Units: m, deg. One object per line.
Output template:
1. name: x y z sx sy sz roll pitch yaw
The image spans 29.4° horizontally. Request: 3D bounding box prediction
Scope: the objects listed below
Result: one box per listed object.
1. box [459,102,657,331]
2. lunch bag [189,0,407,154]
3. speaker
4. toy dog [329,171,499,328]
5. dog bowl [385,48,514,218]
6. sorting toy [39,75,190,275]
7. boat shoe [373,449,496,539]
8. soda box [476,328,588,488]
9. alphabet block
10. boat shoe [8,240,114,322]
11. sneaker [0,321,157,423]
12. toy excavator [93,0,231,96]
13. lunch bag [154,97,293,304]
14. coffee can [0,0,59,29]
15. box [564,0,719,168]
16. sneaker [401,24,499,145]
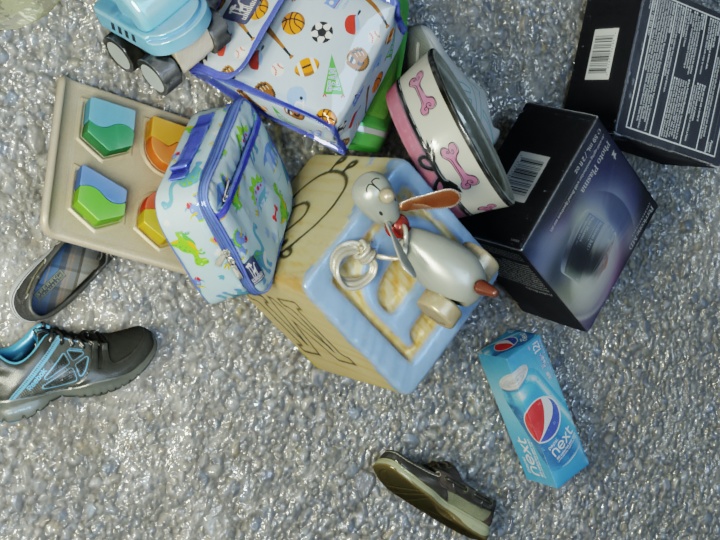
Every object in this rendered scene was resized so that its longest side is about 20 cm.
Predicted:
1. box: 0.251 -0.067 1.726 0.198 0.122 0.201 44 72 -43
2. lunch bag: -0.073 -0.252 1.518 0.198 0.124 0.171 27 83 11
3. speaker: 0.005 -0.244 1.612 0.088 0.088 0.203 9 90 -32
4. toy dog: 0.076 -0.019 1.437 0.198 0.096 0.134 22 83 -31
5. dog bowl: 0.099 -0.148 1.568 0.073 0.201 0.201 -27 113 12
6. sorting toy: -0.240 -0.101 1.462 0.198 0.036 0.187 19 60 -33
7. boat shoe: 0.097 0.272 1.732 0.200 0.071 0.067 39 65 -29
8. soda box: 0.227 0.181 1.799 0.064 0.068 0.202 -33 111 -25
9. alphabet block: 0.000 0.000 1.565 0.196 0.199 0.197 -51 117 -18
10. boat shoe: -0.293 -0.024 1.460 0.200 0.066 0.070 -46 115 -19
11. sneaker: -0.308 0.092 1.452 0.198 0.073 0.083 -21 115 -28
12. toy excavator: -0.245 -0.312 1.433 0.100 0.194 0.201 -42 142 -21
13. lunch bag: -0.143 -0.077 1.472 0.201 0.081 0.162 -75 146 -49
14. coffee can: -0.373 -0.297 1.305 0.145 0.199 0.149 -4 97 -31
15. box: 0.391 -0.256 1.825 0.196 0.123 0.203 13 90 -31
16. sneaker: 0.109 -0.218 1.696 0.080 0.070 0.202 -45 120 -35
